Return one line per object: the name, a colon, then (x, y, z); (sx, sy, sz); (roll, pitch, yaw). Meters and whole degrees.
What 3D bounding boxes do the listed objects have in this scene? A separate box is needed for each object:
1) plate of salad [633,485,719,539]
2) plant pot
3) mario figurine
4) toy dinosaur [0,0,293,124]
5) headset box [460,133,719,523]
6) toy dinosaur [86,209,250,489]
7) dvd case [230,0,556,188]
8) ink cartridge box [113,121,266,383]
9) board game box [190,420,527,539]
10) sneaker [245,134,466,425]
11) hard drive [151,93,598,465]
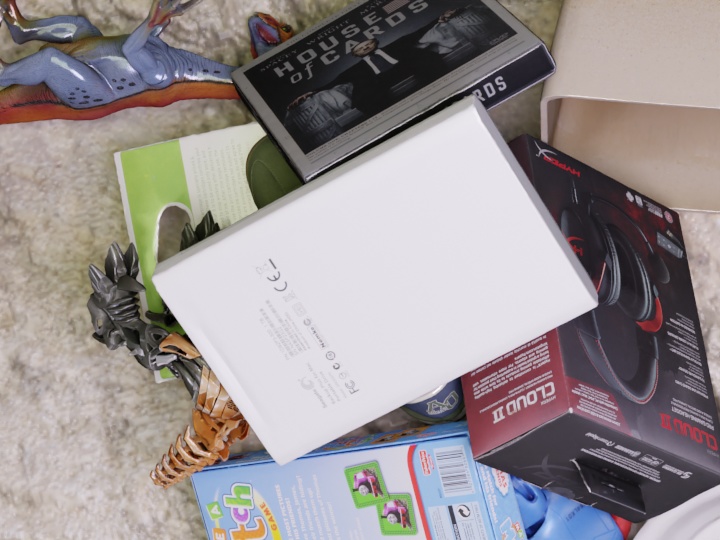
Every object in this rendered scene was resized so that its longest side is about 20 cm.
plate of salad: (0.240, 0.207, 1.528); (0.199, 0.048, 0.200); (3, 55, -4)
plant pot: (0.209, -0.145, 1.559); (0.199, 0.200, 0.178); (4, 76, 4)
mario figurine: (0.114, 0.167, 1.589); (0.123, 0.106, 0.200); (-35, 99, 2)
toy dinosaur: (-0.139, -0.127, 1.655); (0.181, 0.105, 0.200); (23, 122, -4)
headset box: (0.126, 0.044, 1.528); (0.075, 0.148, 0.200); (-30, 53, 34)
toy dinosaur: (-0.083, 0.042, 1.523); (0.136, 0.102, 0.200); (41, 104, 22)
dvd case: (0.014, -0.112, 1.529); (0.150, 0.200, 0.025); (-30, 116, -3)
ink cartridge box: (-0.033, -0.021, 1.621); (0.199, 0.076, 0.148); (-11, 86, 7)
board game box: (0.006, 0.171, 1.562); (0.200, 0.037, 0.152); (-10, 99, 33)
sneaker: (0.000, 0.000, 1.532); (0.067, 0.090, 0.200); (-35, 84, 4)
hard drive: (0.007, 0.008, 1.441); (0.200, 0.026, 0.132); (-28, 110, 16)
